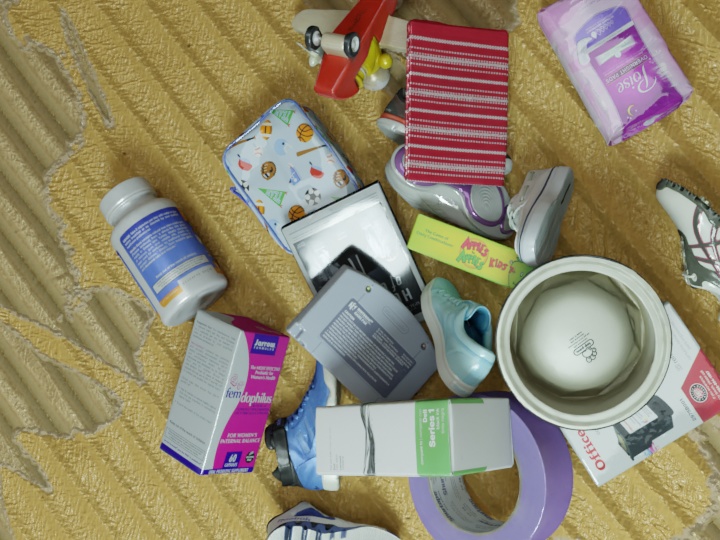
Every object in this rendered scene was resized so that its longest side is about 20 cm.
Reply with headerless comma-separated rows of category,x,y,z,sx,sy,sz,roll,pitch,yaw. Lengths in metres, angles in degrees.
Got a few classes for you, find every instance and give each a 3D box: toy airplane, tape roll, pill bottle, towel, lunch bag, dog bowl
toy airplane,0.013,-0.316,1.085,0.196,0.142,0.202,-21,49,-1
tape roll,0.162,0.257,1.009,0.197,0.084,0.205,-5,81,38
pill bottle,-0.289,-0.032,1.148,0.111,0.112,0.202,-37,81,10
towel,0.121,-0.211,1.009,0.141,0.022,0.205,1,92,-17
lunch bag,-0.097,-0.130,1.125,0.159,0.075,0.201,-38,81,12
dog bowl,0.257,0.078,0.938,0.196,0.074,0.205,1,97,10

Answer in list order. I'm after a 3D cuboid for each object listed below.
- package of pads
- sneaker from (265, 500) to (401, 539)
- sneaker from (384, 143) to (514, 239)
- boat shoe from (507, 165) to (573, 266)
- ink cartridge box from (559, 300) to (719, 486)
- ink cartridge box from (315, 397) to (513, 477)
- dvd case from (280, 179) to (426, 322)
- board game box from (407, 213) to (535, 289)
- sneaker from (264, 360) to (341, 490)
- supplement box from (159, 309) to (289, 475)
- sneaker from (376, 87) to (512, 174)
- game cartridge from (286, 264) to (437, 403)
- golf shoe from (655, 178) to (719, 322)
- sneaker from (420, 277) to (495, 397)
package of pads,0.325,-0.277,1.027,0.119,0.076,0.203,-29,82,14
sneaker,-0.045,0.365,1.099,0.195,0.115,0.082,13,94,-16
sneaker,0.121,-0.105,1.079,0.198,0.100,0.076,30,75,-9
boat shoe,0.218,-0.068,1.005,0.066,0.200,0.075,4,121,26
ink cartridge box,0.341,0.155,1.008,0.198,0.083,0.147,-35,81,10
ink cartridge box,0.061,0.198,0.950,0.197,0.145,0.086,-10,77,37
dvd case,0.000,0.000,1.084,0.148,0.025,0.203,-24,104,9
board game box,0.166,-0.015,1.044,0.197,0.101,0.048,22,94,13
sneaker,-0.082,0.204,1.110,0.109,0.077,0.205,0,95,4
supplement box,-0.189,0.169,1.110,0.102,0.100,0.204,17,93,39
sneaker,0.121,-0.194,1.076,0.197,0.077,0.083,25,85,10
game cartridge,0.012,0.094,1.059,0.133,0.041,0.200,-44,112,0
golf shoe,0.430,-0.027,0.998,0.088,0.077,0.201,-42,79,16
sneaker,0.133,0.065,1.003,0.073,0.202,0.082,28,119,-27
